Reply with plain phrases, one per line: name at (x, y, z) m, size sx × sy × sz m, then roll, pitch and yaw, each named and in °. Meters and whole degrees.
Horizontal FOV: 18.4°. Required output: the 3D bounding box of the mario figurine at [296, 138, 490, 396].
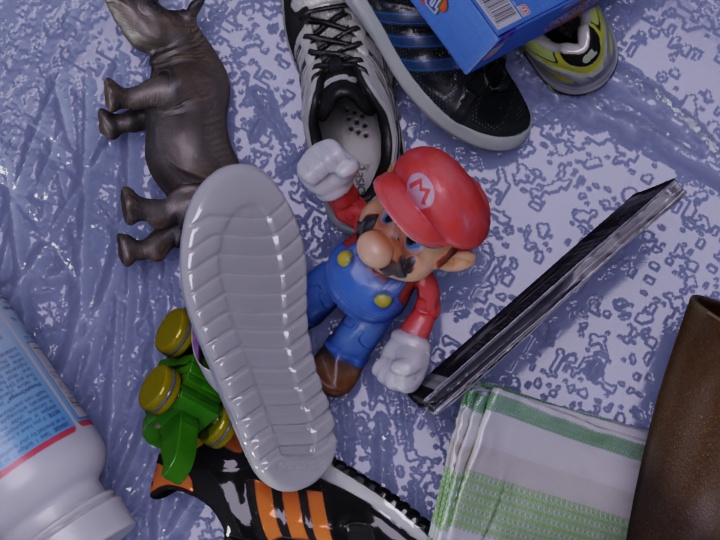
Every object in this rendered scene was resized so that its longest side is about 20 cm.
mario figurine at (0.000, 0.000, 1.353) m, size 0.123 × 0.200 × 0.106 m, roll 21°, pitch 47°, yaw -18°

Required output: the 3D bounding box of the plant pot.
plant pot at (0.241, 0.145, 1.350) m, size 0.186 × 0.187 × 0.201 m, roll 26°, pitch 98°, yaw 6°

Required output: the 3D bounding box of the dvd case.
dvd case at (0.112, 0.018, 1.373) m, size 0.200 × 0.149 × 0.016 m, roll -41°, pitch 91°, yaw -3°

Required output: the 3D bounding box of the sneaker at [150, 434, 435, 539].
sneaker at (-0.041, 0.157, 1.405) m, size 0.200 × 0.070 × 0.090 m, roll 31°, pitch 88°, yaw 12°

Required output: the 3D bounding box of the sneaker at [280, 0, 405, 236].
sneaker at (-0.006, -0.125, 1.429) m, size 0.075 × 0.088 × 0.201 m, roll -14°, pitch 81°, yaw 2°

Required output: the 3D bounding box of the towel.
towel at (0.107, 0.181, 1.377) m, size 0.149 × 0.031 × 0.201 m, roll 17°, pitch 83°, yaw -26°

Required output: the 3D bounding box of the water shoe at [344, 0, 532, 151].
water shoe at (0.051, -0.162, 1.408) m, size 0.200 × 0.079 × 0.072 m, roll 48°, pitch 43°, yaw -11°

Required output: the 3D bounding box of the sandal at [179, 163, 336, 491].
sandal at (-0.071, 0.037, 1.349) m, size 0.082 × 0.050 × 0.203 m, roll -15°, pitch 99°, yaw -28°

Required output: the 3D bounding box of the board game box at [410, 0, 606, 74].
board game box at (0.094, -0.223, 1.372) m, size 0.200 × 0.045 × 0.152 m, roll -29°, pitch 80°, yaw -38°

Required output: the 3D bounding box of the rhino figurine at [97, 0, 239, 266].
rhino figurine at (-0.125, -0.106, 1.444) m, size 0.087 × 0.060 × 0.201 m, roll -6°, pitch 81°, yaw -18°

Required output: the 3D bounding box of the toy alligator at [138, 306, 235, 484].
toy alligator at (-0.101, 0.045, 1.387) m, size 0.059 × 0.054 × 0.201 m, roll 31°, pitch 58°, yaw -28°

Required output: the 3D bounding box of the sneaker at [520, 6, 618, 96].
sneaker at (0.102, -0.207, 1.440) m, size 0.075 × 0.076 × 0.200 m, roll -39°, pitch 81°, yaw -1°

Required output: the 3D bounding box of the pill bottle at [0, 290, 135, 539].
pill bottle at (-0.231, 0.102, 1.398) m, size 0.109 × 0.109 × 0.200 m, roll -35°, pitch 82°, yaw -2°
